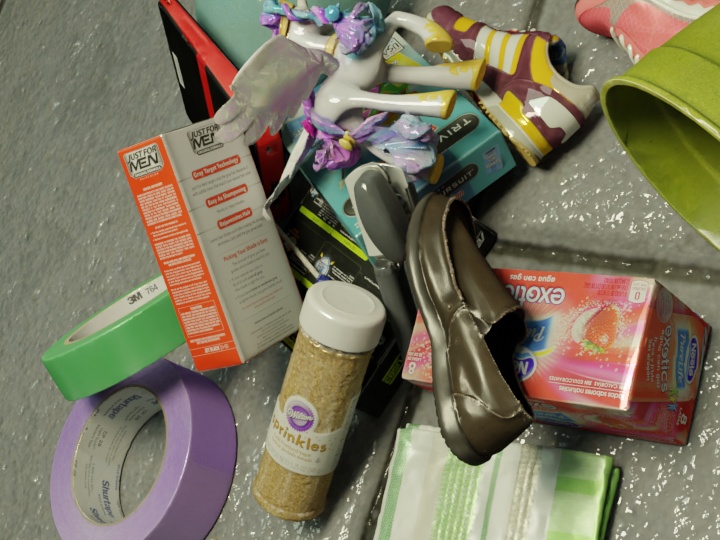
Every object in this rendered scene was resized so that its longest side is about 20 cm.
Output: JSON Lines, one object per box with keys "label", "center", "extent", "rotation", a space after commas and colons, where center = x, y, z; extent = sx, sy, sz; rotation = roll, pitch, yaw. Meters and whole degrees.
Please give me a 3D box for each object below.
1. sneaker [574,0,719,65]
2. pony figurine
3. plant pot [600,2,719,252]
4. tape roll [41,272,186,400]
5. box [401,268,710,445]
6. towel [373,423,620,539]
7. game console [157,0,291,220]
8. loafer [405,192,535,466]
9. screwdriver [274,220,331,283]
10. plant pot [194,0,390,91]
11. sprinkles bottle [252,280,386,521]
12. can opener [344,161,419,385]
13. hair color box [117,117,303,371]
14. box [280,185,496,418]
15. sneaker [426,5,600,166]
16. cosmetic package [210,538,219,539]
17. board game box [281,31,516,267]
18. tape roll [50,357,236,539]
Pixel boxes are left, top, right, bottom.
{"label": "sneaker", "center": [0.239, -0.177, 0.955], "extent": [0.199, 0.073, 0.088], "rotation": [25, 88, 45]}
{"label": "pony figurine", "center": [-0.018, -0.142, 0.996], "extent": [0.198, 0.167, 0.195], "rotation": [18, 66, 15]}
{"label": "plant pot", "center": [0.300, -0.119, 0.809], "extent": [0.193, 0.201, 0.200], "rotation": [-44, 46, -2]}
{"label": "tape roll", "center": [-0.210, 0.050, 1.167], "extent": [0.199, 0.049, 0.201], "rotation": [-29, 11, 6]}
{"label": "box", "center": [0.143, 0.061, 0.901], "extent": [0.198, 0.102, 0.096], "rotation": [4, 73, 41]}
{"label": "towel", "center": [0.097, 0.203, 0.927], "extent": [0.198, 0.031, 0.151], "rotation": [3, 74, 40]}
{"label": "game console", "center": [-0.128, -0.149, 1.162], "extent": [0.031, 0.201, 0.178], "rotation": [-31, 68, -14]}
{"label": "loafer", "center": [0.085, 0.033, 0.852], "extent": [0.071, 0.073, 0.203], "rotation": [-21, 66, 26]}
{"label": "screwdriver", "center": [-0.046, -0.002, 1.080], "extent": [0.028, 0.029, 0.200], "rotation": [-50, 52, 10]}
{"label": "plant pot", "center": [-0.076, -0.232, 1.173], "extent": [0.198, 0.199, 0.137], "rotation": [-1, 72, 40]}
{"label": "sprinkles bottle", "center": [-0.036, 0.110, 1.001], "extent": [0.068, 0.068, 0.202], "rotation": [44, 127, 44]}
{"label": "can opener", "center": [0.031, 0.011, 0.960], "extent": [0.053, 0.202, 0.067], "rotation": [-6, 25, 26]}
{"label": "hair color box", "center": [-0.124, -0.026, 1.047], "extent": [0.061, 0.101, 0.202], "rotation": [-12, 100, 38]}
{"label": "box", "center": [0.000, 0.000, 1.096], "extent": [0.200, 0.047, 0.195], "rotation": [36, 97, 44]}
{"label": "sneaker", "center": [0.132, -0.181, 1.059], "extent": [0.090, 0.075, 0.201], "rotation": [-38, 54, 9]}
{"label": "cosmetic package", "center": [-0.043, 0.291, 0.947], "extent": [0.199, 0.103, 0.074], "rotation": [19, 81, 44]}
{"label": "board game box", "center": [0.022, -0.114, 1.075], "extent": [0.150, 0.047, 0.200], "rotation": [-36, 44, -2]}
{"label": "tape roll", "center": [-0.213, 0.186, 1.175], "extent": [0.198, 0.065, 0.203], "rotation": [-19, 58, 33]}
